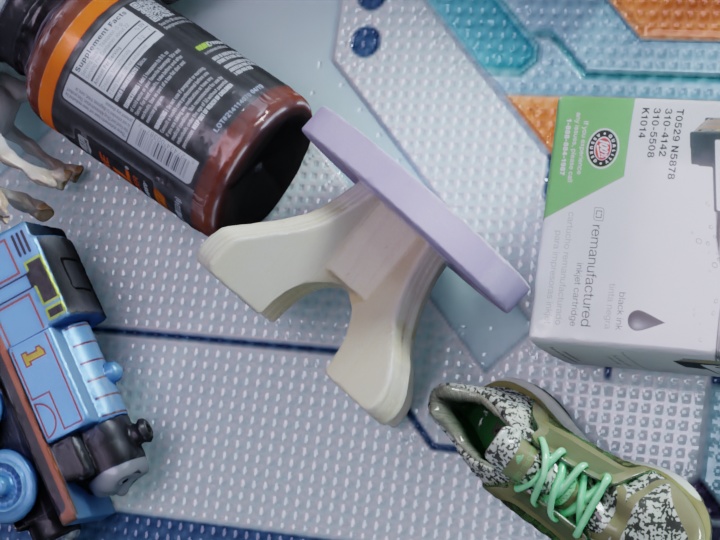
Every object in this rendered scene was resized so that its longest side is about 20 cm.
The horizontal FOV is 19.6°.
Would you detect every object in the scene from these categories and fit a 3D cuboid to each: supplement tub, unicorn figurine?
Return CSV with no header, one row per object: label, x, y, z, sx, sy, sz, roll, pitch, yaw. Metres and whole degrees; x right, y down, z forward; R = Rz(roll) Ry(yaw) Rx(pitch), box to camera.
supplement tub,-0.134,-0.112,1.305,0.199,0.107,0.107,35,93,18
unicorn figurine,-0.242,-0.096,1.355,0.137,0.200,0.074,28,98,-4

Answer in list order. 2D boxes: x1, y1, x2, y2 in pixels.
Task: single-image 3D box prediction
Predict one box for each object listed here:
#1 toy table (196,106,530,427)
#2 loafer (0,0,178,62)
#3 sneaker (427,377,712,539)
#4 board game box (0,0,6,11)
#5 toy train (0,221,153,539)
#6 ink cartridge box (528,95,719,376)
toy table,0.000,0.000,1.208,0.117,0.184,0.200,-48,28,-1
loafer,-0.165,-0.193,1.383,0.199,0.063,0.072,-19,113,19
sneaker,0.105,0.118,1.151,0.200,0.088,0.077,31,97,44
board game box,-0.298,-0.213,1.387,0.198,0.043,0.201,0,60,37
toy train,-0.204,0.071,1.308,0.114,0.087,0.201,-27,80,13
ink cartridge box,0.207,-0.016,1.161,0.198,0.084,0.147,3,80,24
